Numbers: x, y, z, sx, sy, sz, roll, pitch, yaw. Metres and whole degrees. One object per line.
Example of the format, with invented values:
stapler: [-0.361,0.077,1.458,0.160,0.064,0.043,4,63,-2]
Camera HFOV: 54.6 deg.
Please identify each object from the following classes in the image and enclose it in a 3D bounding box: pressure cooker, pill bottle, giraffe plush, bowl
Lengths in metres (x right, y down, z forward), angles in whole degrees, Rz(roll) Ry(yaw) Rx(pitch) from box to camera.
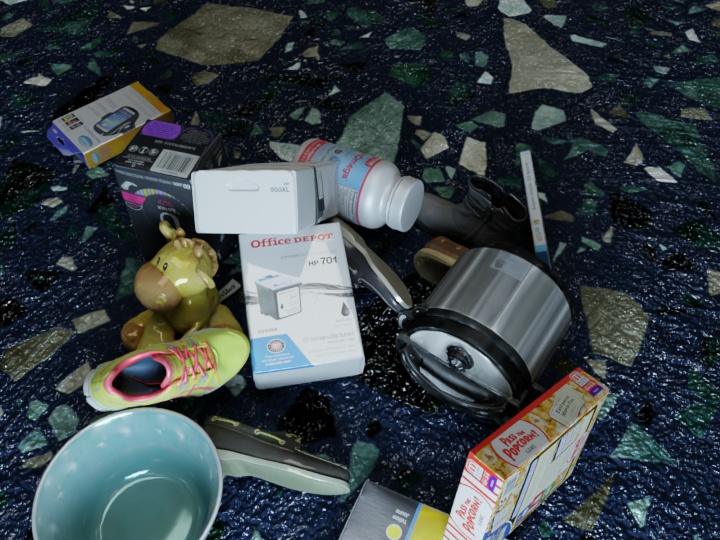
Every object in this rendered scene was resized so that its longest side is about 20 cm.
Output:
pressure cooker: [0.151,0.084,0.882,0.176,0.179,0.200,-7,36,52]
pill bottle: [-0.007,-0.131,1.097,0.199,0.109,0.109,20,53,21]
giraffe plush: [-0.236,0.033,0.934,0.172,0.163,0.200,18,53,14]
bowl: [-0.246,0.268,0.779,0.200,0.105,0.201,1,50,-1]

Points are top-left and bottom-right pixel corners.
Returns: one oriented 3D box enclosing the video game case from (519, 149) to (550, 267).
video game case: [0.263,-0.059,1.030,0.018,0.143,0.201,-10,49,15]

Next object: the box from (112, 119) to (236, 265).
box: [-0.262,-0.102,1.021,0.122,0.200,0.106,13,52,10]

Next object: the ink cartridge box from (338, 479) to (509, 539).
ink cartridge box: [0.055,0.355,0.751,0.197,0.047,0.200,19,50,13]

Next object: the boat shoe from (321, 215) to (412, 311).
boat shoe: [0.000,0.000,1.044,0.063,0.073,0.200,-47,62,11]

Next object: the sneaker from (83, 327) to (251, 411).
sneaker: [-0.215,0.117,0.818,0.199,0.090,0.078,-19,85,-29]

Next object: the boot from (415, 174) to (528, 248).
boot: [0.164,-0.099,1.067,0.200,0.132,0.070,30,58,23]

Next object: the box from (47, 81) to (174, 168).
box: [-0.452,-0.259,1.255,0.200,0.042,0.119,-36,59,-23]

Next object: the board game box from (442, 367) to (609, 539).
board game box: [0.183,0.214,0.767,0.200,0.152,0.046,-24,46,-38]

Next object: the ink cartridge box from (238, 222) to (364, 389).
ink cartridge box: [-0.083,0.046,0.950,0.146,0.086,0.201,-8,67,-7]

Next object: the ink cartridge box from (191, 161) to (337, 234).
ink cartridge box: [-0.126,-0.105,0.974,0.144,0.085,0.200,1,11,14]

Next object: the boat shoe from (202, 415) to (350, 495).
boat shoe: [-0.104,0.220,0.841,0.200,0.072,0.061,10,55,11]

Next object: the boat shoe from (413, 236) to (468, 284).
boat shoe: [0.177,0.004,1.022,0.199,0.072,0.068,26,57,23]
